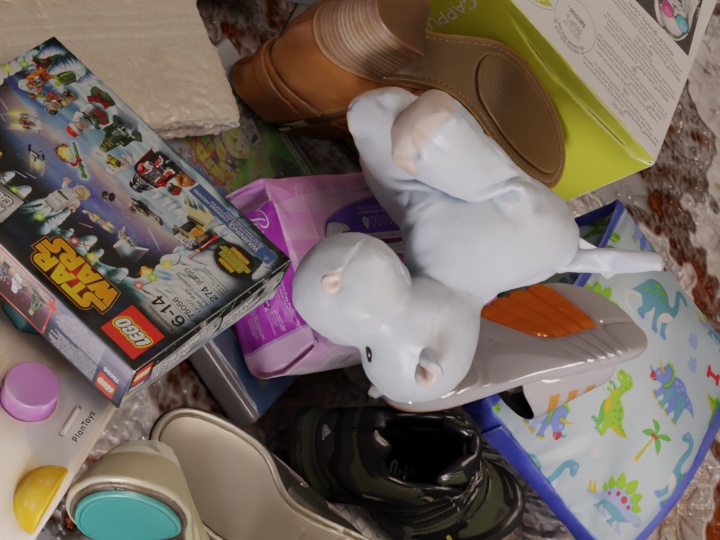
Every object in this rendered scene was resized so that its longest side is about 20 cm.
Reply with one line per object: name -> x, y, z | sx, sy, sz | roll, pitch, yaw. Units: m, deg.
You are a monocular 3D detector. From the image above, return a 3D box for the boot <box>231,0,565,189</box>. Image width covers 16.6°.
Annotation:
boot -> 0.026, -0.106, 1.613 | 0.200, 0.154, 0.074 | 40, 52, -25

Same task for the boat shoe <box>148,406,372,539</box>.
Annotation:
boat shoe -> -0.060, 0.150, 1.524 | 0.200, 0.057, 0.067 | 39, 80, -23

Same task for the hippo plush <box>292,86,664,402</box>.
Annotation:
hippo plush -> 0.041, 0.002, 1.507 | 0.200, 0.159, 0.161 | 37, 79, -11

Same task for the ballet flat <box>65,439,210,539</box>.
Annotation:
ballet flat -> -0.122, 0.132, 1.392 | 0.200, 0.069, 0.070 | 77, 14, -63

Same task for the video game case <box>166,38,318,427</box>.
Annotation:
video game case -> -0.082, -0.027, 1.595 | 0.200, 0.022, 0.182 | 57, 42, -12

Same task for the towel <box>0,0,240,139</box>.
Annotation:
towel -> -0.171, -0.138, 1.527 | 0.199, 0.034, 0.133 | -7, 71, -44

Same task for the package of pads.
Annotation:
package of pads -> 0.000, 0.000, 1.595 | 0.199, 0.076, 0.121 | -6, 76, -47

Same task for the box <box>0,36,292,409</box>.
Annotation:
box -> -0.155, -0.031, 1.387 | 0.200, 0.040, 0.137 | 42, 49, 12

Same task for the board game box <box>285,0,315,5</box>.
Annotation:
board game box -> -0.122, -0.280, 1.620 | 0.199, 0.041, 0.200 | 8, 53, -44

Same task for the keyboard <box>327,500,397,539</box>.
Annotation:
keyboard -> 0.030, 0.211, 1.615 | 0.056, 0.011, 0.201 | -40, 103, -48

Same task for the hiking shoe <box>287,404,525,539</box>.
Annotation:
hiking shoe -> 0.050, 0.135, 1.584 | 0.199, 0.100, 0.076 | 21, 68, -41

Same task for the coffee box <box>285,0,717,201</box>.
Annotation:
coffee box -> 0.095, -0.171, 1.713 | 0.200, 0.199, 0.198 | 46, 45, -23

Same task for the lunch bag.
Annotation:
lunch bag -> 0.157, 0.085, 1.718 | 0.170, 0.127, 0.200 | 48, 43, -20

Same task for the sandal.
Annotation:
sandal -> 0.089, 0.063, 1.590 | 0.206, 0.059, 0.079 | -14, 46, -31

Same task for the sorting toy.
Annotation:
sorting toy -> -0.233, 0.062, 1.359 | 0.180, 0.107, 0.200 | 34, 48, -7
